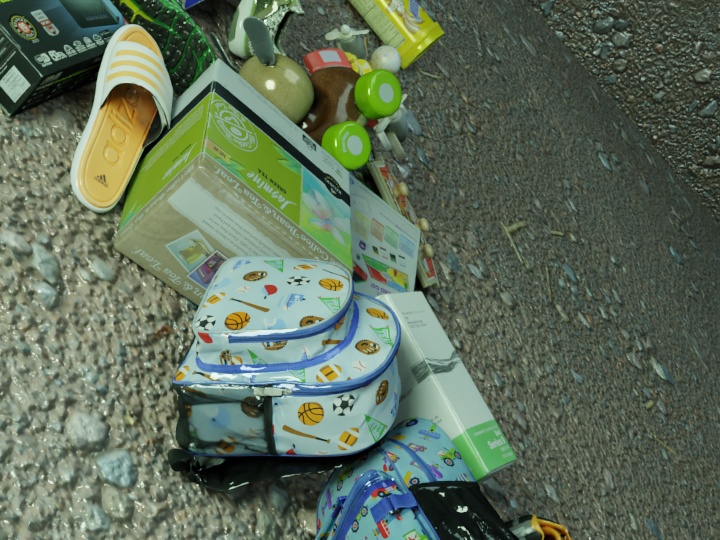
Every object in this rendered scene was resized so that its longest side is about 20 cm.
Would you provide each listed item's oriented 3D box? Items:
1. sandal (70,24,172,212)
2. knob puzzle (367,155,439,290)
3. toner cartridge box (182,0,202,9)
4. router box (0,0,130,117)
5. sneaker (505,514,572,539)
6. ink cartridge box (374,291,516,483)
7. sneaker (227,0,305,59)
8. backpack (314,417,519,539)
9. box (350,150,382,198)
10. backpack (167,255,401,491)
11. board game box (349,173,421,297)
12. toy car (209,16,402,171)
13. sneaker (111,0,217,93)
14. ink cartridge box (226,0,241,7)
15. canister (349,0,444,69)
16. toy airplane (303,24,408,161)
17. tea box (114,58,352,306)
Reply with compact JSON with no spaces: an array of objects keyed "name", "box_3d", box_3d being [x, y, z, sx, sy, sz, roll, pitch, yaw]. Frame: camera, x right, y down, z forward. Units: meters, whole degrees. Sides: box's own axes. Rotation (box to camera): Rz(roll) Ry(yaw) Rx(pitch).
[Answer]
[{"name":"sandal","box_3d":[-0.217,-0.150,0.969,0.079,0.058,0.210,37,52,-42]},{"name":"knob puzzle","box_3d":[0.073,-0.070,1.389,0.222,0.030,0.220,62,11,-20]},{"name":"toner cartridge box","box_3d":[-0.199,-0.412,1.304,0.094,0.044,0.200,34,44,12]},{"name":"router box","box_3d":[-0.323,-0.249,0.980,0.150,0.062,0.200,49,27,-7]},{"name":"sneaker","box_3d":[0.218,0.328,1.157,0.199,0.077,0.079,25,36,-46]},{"name":"ink cartridge box","box_3d":[0.042,0.142,1.012,0.084,0.145,0.202,-2,59,-58]},{"name":"sneaker","box_3d":[-0.105,-0.367,1.323,0.087,0.203,0.077,21,16,13]},{"name":"backpack","box_3d":[0.029,0.231,0.859,0.133,0.184,0.201,6,36,-35]},{"name":"box","box_3d":[-0.021,-0.101,1.319,0.159,0.044,0.203,24,39,-46]},{"name":"backpack","box_3d":[-0.056,0.076,0.864,0.187,0.156,0.201,7,33,3]},{"name":"board game box","box_3d":[0.000,0.000,1.175,0.152,0.040,0.203,36,47,-32]},{"name":"toy car","box_3d":[-0.084,-0.212,1.153,0.200,0.163,0.159,45,61,-27]},{"name":"sneaker","box_3d":[-0.224,-0.294,1.180,0.201,0.078,0.085,54,26,3]},{"name":"ink cartridge box","box_3d":[-0.170,-0.440,1.455,0.115,0.068,0.202,28,36,-36]},{"name":"canister","box_3d":[0.055,-0.486,1.866,0.201,0.086,0.149,49,26,-5]},{"name":"toy airplane","box_3d":[0.012,-0.263,1.458,0.200,0.141,0.200,45,23,-10]},{"name":"tea box","box_3d":[-0.119,-0.064,1.011,0.199,0.133,0.199,37,31,-30]}]
